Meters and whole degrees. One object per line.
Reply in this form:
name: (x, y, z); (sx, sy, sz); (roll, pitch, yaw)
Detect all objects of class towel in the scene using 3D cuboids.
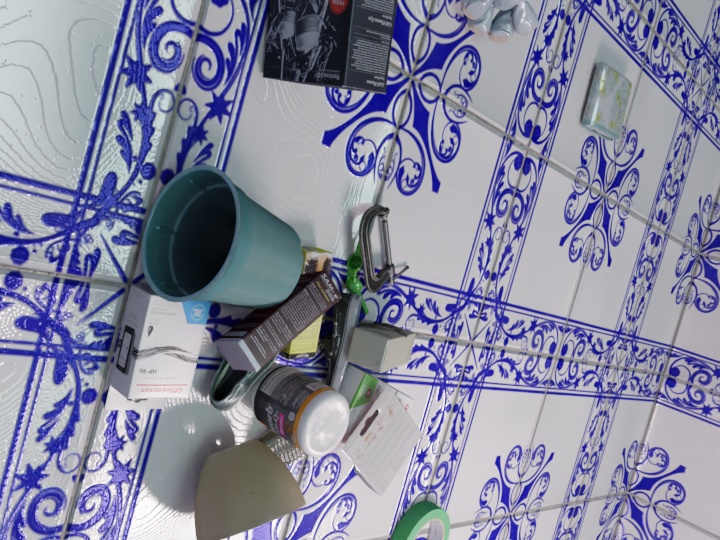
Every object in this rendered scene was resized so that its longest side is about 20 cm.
towel: (0.689, -0.466, 2.009); (0.197, 0.047, 0.176); (8, 95, -48)

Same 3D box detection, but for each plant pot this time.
plant pot: (-0.208, 0.378, 1.263); (0.197, 0.199, 0.137); (-9, 75, -44)
plant pot: (-0.200, -0.033, 1.115); (0.195, 0.197, 0.205); (23, 87, -56)

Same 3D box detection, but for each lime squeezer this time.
lime squeezer: (0.000, 0.000, 1.439); (0.070, 0.037, 0.205); (-14, 112, -40)

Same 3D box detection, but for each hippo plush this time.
hippo plush: (0.288, -0.596, 1.492); (0.201, 0.155, 0.164); (67, 25, -54)

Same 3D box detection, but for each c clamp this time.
c clamp: (0.042, -0.047, 1.466); (0.171, 0.027, 0.204); (-47, 136, -45)

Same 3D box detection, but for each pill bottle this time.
pill bottle: (-0.121, 0.236, 1.272); (0.115, 0.198, 0.119); (-18, 116, -41)

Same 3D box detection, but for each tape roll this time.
tape roll: (0.152, 0.696, 1.841); (0.198, 0.048, 0.206); (-19, 117, -42)

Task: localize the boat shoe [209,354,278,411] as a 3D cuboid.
boat shoe: (-0.196, 0.152, 1.247); (0.202, 0.072, 0.062); (-57, 167, -10)

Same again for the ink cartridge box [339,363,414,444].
ink cartridge box: (0.010, 0.298, 1.520); (0.199, 0.083, 0.148); (34, 79, -47)

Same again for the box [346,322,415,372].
box: (0.046, 0.154, 1.461); (0.199, 0.080, 0.070); (4, 102, -72)

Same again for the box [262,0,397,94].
box: (-0.049, -0.384, 1.131); (0.103, 0.197, 0.187); (-7, 108, -46)

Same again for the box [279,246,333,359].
box: (-0.106, 0.060, 1.338); (0.074, 0.050, 0.205); (0, 104, -46)

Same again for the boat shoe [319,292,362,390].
boat shoe: (-0.048, 0.140, 1.420); (0.070, 0.065, 0.205); (-50, 153, -73)

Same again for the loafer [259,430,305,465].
loafer: (-0.119, 0.311, 1.401); (0.197, 0.069, 0.077); (-26, 119, -19)

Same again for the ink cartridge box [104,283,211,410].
ink cartridge box: (-0.317, 0.132, 1.124); (0.115, 0.067, 0.205); (9, 98, -47)

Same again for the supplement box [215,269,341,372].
supplement box: (-0.136, 0.082, 1.202); (0.199, 0.108, 0.062); (-41, 106, -27)

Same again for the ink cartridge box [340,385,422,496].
ink cartridge box: (0.036, 0.343, 1.471); (0.162, 0.050, 0.201); (-51, 132, -19)
